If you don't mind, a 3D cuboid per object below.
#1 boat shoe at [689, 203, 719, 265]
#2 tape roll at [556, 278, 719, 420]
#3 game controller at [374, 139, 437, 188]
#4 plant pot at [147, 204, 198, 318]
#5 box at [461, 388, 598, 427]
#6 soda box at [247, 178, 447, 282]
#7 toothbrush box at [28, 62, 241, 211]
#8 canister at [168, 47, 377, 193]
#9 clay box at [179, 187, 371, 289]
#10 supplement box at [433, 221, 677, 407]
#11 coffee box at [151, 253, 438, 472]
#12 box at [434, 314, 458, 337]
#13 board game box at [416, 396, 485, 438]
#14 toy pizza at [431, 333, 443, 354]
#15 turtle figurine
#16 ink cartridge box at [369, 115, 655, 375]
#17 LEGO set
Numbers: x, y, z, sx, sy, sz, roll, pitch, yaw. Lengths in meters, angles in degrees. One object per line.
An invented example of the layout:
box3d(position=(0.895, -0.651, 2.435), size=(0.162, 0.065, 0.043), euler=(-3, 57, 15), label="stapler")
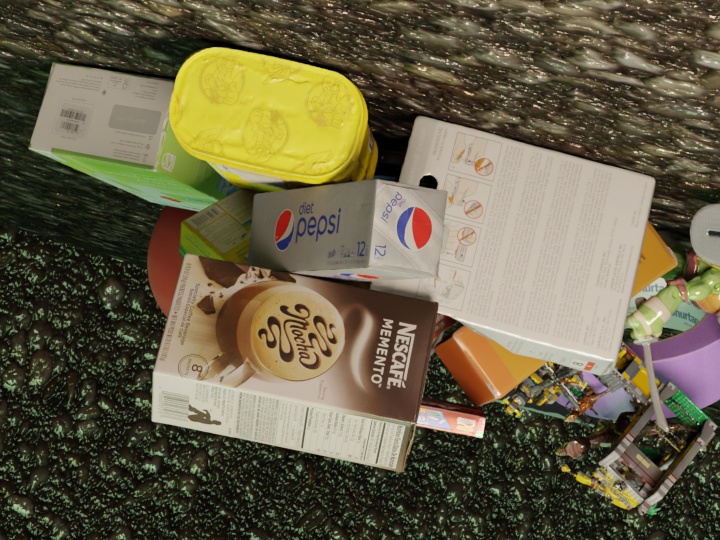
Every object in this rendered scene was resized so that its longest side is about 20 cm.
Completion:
box3d(position=(0.351, -0.023, 1.564), size=(0.200, 0.072, 0.062), euler=(15, -160, 35), label="boat shoe")
box3d(position=(0.262, 0.061, 1.926), size=(0.199, 0.066, 0.200), euler=(-8, -151, 4), label="tape roll")
box3d(position=(0.020, -0.088, 1.813), size=(0.104, 0.042, 0.200), euler=(19, 173, -31), label="game controller")
box3d(position=(-0.090, 0.005, 1.990), size=(0.200, 0.201, 0.177), euler=(18, -171, -25), label="plant pot")
box3d(position=(0.190, 0.063, 2.124), size=(0.148, 0.105, 0.200), euler=(15, -158, 3), label="box")
box3d(position=(-0.014, -0.028, 1.562), size=(0.063, 0.068, 0.200), euler=(9, 174, -29), label="soda box")
box3d(position=(-0.178, -0.113, 1.858), size=(0.145, 0.086, 0.200), euler=(12, 174, 29), label="toothbrush box")
box3d(position=(-0.063, -0.108, 1.629), size=(0.148, 0.087, 0.200), euler=(12, 175, 6), label="canister")
box3d(position=(-0.043, 0.007, 1.695), size=(0.200, 0.115, 0.048), euler=(42, 144, 25), label="clay box")
box3d(position=(0.159, 0.027, 1.669), size=(0.067, 0.200, 0.069), euler=(54, 164, 2), label="supplement box")
box3d(position=(-0.049, 0.070, 1.558), size=(0.199, 0.113, 0.080), euler=(11, 146, 1), label="coffee box")
box3d(position=(0.072, -0.007, 1.729), size=(0.096, 0.100, 0.200), euler=(54, 148, 2), label="box")
box3d(position=(0.000, 0.104, 1.645), size=(0.199, 0.020, 0.103), euler=(11, -178, 1), label="board game box")
box3d(position=(0.000, 0.000, 1.847), size=(0.200, 0.201, 0.032), euler=(18, 137, -30), label="toy pizza")
box3d(position=(0.274, 0.042, 1.774), size=(0.144, 0.200, 0.194), euler=(-16, -148, -22), label="turtle figurine")
box3d(position=(0.119, -0.019, 1.615), size=(0.199, 0.163, 0.050), euler=(14, 161, 2), label="ink cartridge box")
box3d(position=(0.202, 0.144, 1.788), size=(0.200, 0.116, 0.154), euler=(49, 145, -5), label="LEGO set")
